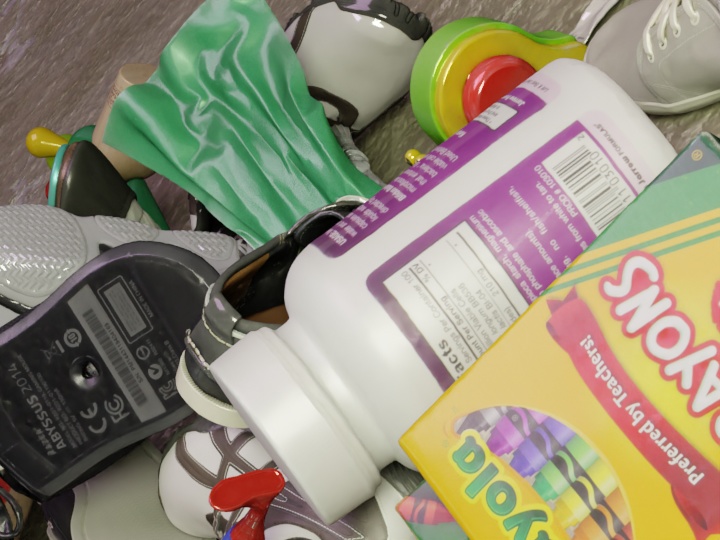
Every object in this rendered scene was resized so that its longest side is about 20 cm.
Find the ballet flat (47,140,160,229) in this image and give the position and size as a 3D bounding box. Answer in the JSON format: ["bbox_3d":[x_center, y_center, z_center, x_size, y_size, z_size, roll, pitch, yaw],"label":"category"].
[{"bbox_3d":[-0.135,0.008,1.244,0.201,0.068,0.068,99,-176,-48],"label":"ballet flat"}]

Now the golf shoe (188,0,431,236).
[{"bbox_3d":[-0.030,-0.077,1.244,0.200,0.078,0.095,-39,30,49],"label":"golf shoe"}]

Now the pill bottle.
[{"bbox_3d":[0.040,0.012,0.939,0.200,0.113,0.112,-37,26,-6],"label":"pill bottle"}]

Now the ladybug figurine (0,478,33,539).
[{"bbox_3d":[-0.243,0.121,1.273,0.135,0.072,0.201,-24,37,26],"label":"ladybug figurine"}]

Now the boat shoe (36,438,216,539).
[{"bbox_3d":[-0.127,0.131,1.179,0.200,0.074,0.061,46,142,49],"label":"boat shoe"}]

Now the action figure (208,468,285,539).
[{"bbox_3d":[-0.066,0.158,0.994,0.066,0.052,0.200,56,151,22],"label":"action figure"}]

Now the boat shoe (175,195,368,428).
[{"bbox_3d":[0.000,0.000,1.042,0.072,0.068,0.200,33,45,28],"label":"boat shoe"}]

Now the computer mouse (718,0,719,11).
[{"bbox_3d":[0.161,-0.078,0.854,0.110,0.044,0.201,11,112,62],"label":"computer mouse"}]

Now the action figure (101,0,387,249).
[{"bbox_3d":[-0.035,-0.047,1.159,0.200,0.055,0.118,47,109,28],"label":"action figure"}]

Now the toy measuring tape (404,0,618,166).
[{"bbox_3d":[0.081,-0.122,1.131,0.200,0.073,0.074,-55,27,-2],"label":"toy measuring tape"}]

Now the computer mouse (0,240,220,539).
[{"bbox_3d":[-0.142,0.049,1.102,0.199,0.139,0.053,-27,0,17],"label":"computer mouse"}]

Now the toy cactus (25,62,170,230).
[{"bbox_3d":[-0.152,-0.047,1.351,0.200,0.102,0.166,-111,31,-53],"label":"toy cactus"}]

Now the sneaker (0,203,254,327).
[{"bbox_3d":[-0.113,0.039,1.171,0.075,0.199,0.115,-90,14,-58],"label":"sneaker"}]

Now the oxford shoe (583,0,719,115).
[{"bbox_3d":[0.159,-0.111,1.009,0.200,0.058,0.075,7,67,62],"label":"oxford shoe"}]

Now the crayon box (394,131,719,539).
[{"bbox_3d":[0.103,0.065,0.835,0.200,0.051,0.127,-47,61,15],"label":"crayon box"}]

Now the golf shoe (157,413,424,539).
[{"bbox_3d":[-0.043,0.117,1.043,0.200,0.078,0.095,-14,46,53],"label":"golf shoe"}]
